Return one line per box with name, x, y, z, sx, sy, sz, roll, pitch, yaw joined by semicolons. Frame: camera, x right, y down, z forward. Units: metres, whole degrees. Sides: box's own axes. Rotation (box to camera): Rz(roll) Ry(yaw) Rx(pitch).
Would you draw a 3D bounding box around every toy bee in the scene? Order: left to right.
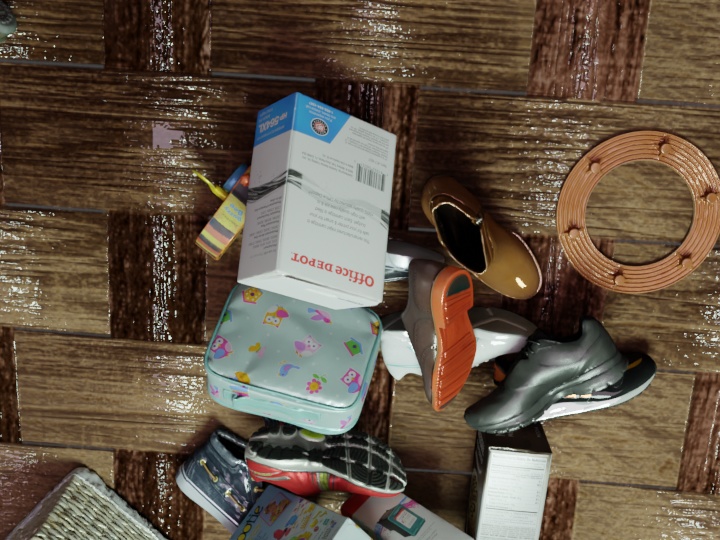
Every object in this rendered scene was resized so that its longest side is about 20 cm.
toy bee;-0.136;-0.092;1.018;0.131;0.109;0.201;19;106;1

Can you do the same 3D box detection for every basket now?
basket;-0.381;0.410;1.148;0.200;0.161;0.198;44;104;-8

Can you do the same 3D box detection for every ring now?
ring;0.336;-0.066;1.051;0.200;0.019;0.201;1;105;2

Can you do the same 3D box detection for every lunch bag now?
lunch bag;-0.083;0.104;1.041;0.199;0.161;0.077;14;147;5

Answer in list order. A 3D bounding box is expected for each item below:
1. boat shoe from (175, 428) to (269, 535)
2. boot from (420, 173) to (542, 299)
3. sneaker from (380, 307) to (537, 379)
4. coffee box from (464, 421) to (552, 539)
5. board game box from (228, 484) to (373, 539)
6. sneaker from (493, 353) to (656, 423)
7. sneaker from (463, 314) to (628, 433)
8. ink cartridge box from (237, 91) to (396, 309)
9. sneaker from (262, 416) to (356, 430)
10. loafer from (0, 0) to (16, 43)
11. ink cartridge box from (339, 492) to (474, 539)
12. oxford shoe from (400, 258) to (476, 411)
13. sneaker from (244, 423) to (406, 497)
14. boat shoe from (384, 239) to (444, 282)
boat shoe;-0.140;0.297;1.149;0.200;0.071;0.091;39;106;-7
boot;0.144;-0.026;0.999;0.077;0.155;0.200;-35;102;11
sneaker;0.122;0.093;1.086;0.200;0.070;0.080;-2;111;11
coffee box;0.182;0.290;1.112;0.080;0.113;0.201;5;105;1
board game box;-0.062;0.344;1.046;0.103;0.200;0.105;47;67;-22
sneaker;0.261;0.124;1.081;0.199;0.070;0.090;-17;108;9
sneaker;0.205;0.119;1.025;0.200;0.076;0.091;-29;97;6
ink cartridge box;-0.045;-0.070;0.957;0.146;0.084;0.201;18;72;-38
sneaker;-0.096;0.193;1.114;0.200;0.079;0.096;44;105;-9
loafer;-0.490;-0.296;1.001;0.199;0.075;0.070;20;118;1
ink cartridge box;0.046;0.336;1.084;0.200;0.067;0.116;24;138;36
oxford shoe;0.088;0.074;1.021;0.072;0.071;0.201;25;129;37
sneaker;-0.043;0.242;1.074;0.199;0.077;0.085;12;130;2
boat shoe;0.000;0.000;1.057;0.199;0.072;0.068;4;104;4
